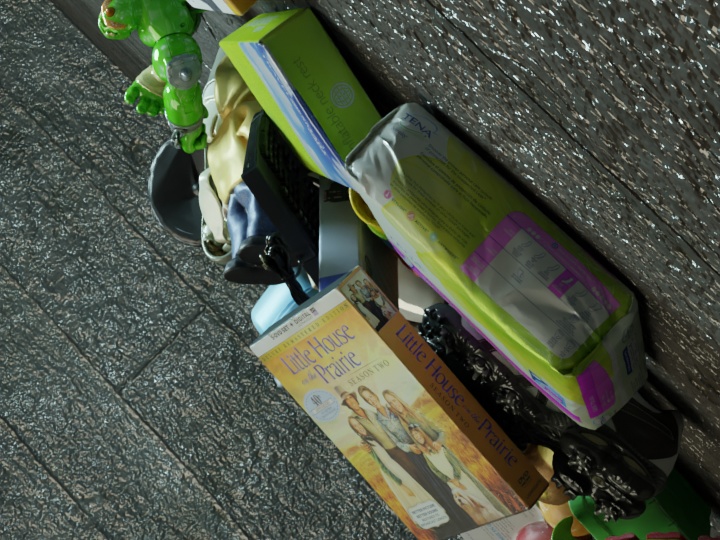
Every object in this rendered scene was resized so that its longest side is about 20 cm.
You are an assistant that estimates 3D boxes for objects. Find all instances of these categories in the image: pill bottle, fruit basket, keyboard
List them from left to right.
[{"bbox_3d":[-0.115,-0.088,1.469,0.112,0.112,0.200,45,-159,11],"label":"pill bottle"},{"bbox_3d":[-0.040,-0.021,1.164,0.200,0.020,0.128,55,-149,-44],"label":"keyboard"},{"bbox_3d":[0.187,0.215,1.270,0.199,0.094,0.185,-25,119,38],"label":"fruit basket"}]

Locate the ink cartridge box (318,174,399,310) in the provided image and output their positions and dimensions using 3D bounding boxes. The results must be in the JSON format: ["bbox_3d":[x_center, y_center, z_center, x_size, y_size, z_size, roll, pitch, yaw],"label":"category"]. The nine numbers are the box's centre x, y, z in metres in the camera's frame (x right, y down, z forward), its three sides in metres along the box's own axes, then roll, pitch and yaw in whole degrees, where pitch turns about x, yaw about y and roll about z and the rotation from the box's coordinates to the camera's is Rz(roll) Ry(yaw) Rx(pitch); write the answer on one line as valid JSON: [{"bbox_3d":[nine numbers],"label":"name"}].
[{"bbox_3d":[0.000,0.000,1.157,0.120,0.042,0.201,63,-161,-53],"label":"ink cartridge box"}]

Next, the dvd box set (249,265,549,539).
[{"bbox_3d":[0.023,0.100,1.052,0.200,0.029,0.146,49,145,-6],"label":"dvd box set"}]

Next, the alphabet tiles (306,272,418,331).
[{"bbox_3d":[-0.023,-0.041,1.417,0.167,0.008,0.201,24,-145,-48],"label":"alphabet tiles"}]

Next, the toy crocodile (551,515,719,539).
[{"bbox_3d":[0.243,0.227,1.150,0.199,0.062,0.068,-1,157,23],"label":"toy crocodile"}]

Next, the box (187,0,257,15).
[{"bbox_3d":[-0.128,-0.233,1.022,0.119,0.041,0.200,47,174,-19],"label":"box"}]

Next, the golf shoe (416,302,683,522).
[{"bbox_3d":[0.130,0.079,1.024,0.200,0.095,0.078,40,151,6],"label":"golf shoe"}]

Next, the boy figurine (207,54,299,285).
[{"bbox_3d":[-0.090,-0.088,1.240,0.124,0.064,0.201,128,142,-53],"label":"boy figurine"}]

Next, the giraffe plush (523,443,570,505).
[{"bbox_3d":[0.134,0.105,1.133,0.162,0.173,0.200,35,140,8],"label":"giraffe plush"}]

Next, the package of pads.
[{"bbox_3d":[0.085,-0.001,0.921,0.200,0.068,0.155,44,176,22],"label":"package of pads"}]

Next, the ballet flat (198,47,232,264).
[{"bbox_3d":[-0.116,-0.103,1.319,0.067,0.202,0.063,4,-169,39],"label":"ballet flat"}]

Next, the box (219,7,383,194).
[{"bbox_3d":[-0.035,-0.120,1.039,0.122,0.048,0.200,55,174,-15],"label":"box"}]

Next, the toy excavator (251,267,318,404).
[{"bbox_3d":[-0.058,0.026,1.446,0.200,0.100,0.194,44,-166,18],"label":"toy excavator"}]

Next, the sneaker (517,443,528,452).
[{"bbox_3d":[0.177,0.152,1.405,0.077,0.082,0.200,47,176,-26],"label":"sneaker"}]

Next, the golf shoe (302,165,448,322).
[{"bbox_3d":[-0.005,-0.022,1.308,0.200,0.078,0.094,44,-156,9],"label":"golf shoe"}]

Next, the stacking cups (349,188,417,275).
[{"bbox_3d":[0.041,-0.031,1.154,0.060,0.061,0.200,44,177,20],"label":"stacking cups"}]

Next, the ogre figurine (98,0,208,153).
[{"bbox_3d":[-0.166,-0.209,1.234,0.097,0.202,0.120,3,169,-9],"label":"ogre figurine"}]
